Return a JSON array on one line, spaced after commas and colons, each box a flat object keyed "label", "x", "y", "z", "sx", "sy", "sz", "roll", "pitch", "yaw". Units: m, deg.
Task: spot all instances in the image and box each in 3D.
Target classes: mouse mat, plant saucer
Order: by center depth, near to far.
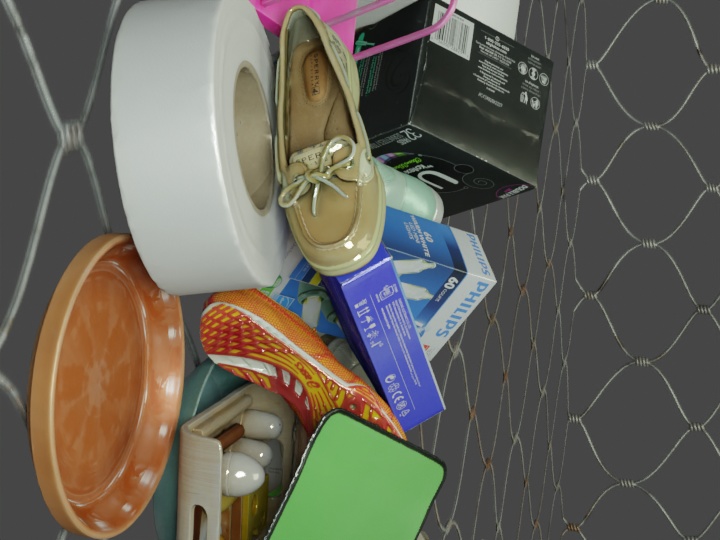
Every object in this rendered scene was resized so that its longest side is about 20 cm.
[{"label": "plant saucer", "x": -0.171, "y": 0.076, "z": 0.982, "sx": 0.200, "sy": 0.032, "sz": 0.203, "roll": 4, "pitch": 90, "yaw": -74}, {"label": "mouse mat", "x": -0.019, "y": 0.211, "z": 1.078, "sx": 0.160, "sy": 0.007, "sz": 0.202, "roll": 32, "pitch": 81, "yaw": -47}, {"label": "plant saucer", "x": -0.120, "y": 0.156, "z": 1.151, "sx": 0.200, "sy": 0.035, "sz": 0.203, "roll": 4, "pitch": 90, "yaw": -77}]

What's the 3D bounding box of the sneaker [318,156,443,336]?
[{"label": "sneaker", "x": -0.036, "y": -0.022, "z": 1.245, "sx": 0.118, "sy": 0.200, "sz": 0.074, "roll": 31, "pitch": 22, "yaw": -50}]

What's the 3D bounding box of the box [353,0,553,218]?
[{"label": "box", "x": 0.048, "y": -0.132, "z": 1.299, "sx": 0.147, "sy": 0.199, "sz": 0.126, "roll": 22, "pitch": 68, "yaw": -30}]

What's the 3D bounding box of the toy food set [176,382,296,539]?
[{"label": "toy food set", "x": -0.085, "y": 0.173, "z": 1.101, "sx": 0.200, "sy": 0.060, "sz": 0.146, "roll": -26, "pitch": 120, "yaw": -74}]

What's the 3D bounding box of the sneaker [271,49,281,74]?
[{"label": "sneaker", "x": -0.057, "y": -0.101, "z": 1.192, "sx": 0.201, "sy": 0.071, "sz": 0.073, "roll": 96, "pitch": -7, "yaw": -64}]

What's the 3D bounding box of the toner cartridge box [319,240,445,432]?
[{"label": "toner cartridge box", "x": 0.007, "y": 0.028, "z": 1.091, "sx": 0.095, "sy": 0.043, "sz": 0.201, "roll": 59, "pitch": -6, "yaw": 38}]

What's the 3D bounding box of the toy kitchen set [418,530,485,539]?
[{"label": "toy kitchen set", "x": 0.074, "y": 0.366, "z": 1.678, "sx": 0.164, "sy": 0.199, "sz": 0.180, "roll": 56, "pitch": 6, "yaw": 19}]

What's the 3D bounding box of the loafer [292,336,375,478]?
[{"label": "loafer", "x": -0.031, "y": 0.147, "z": 1.165, "sx": 0.071, "sy": 0.063, "sz": 0.202, "roll": 29, "pitch": 47, "yaw": -30}]

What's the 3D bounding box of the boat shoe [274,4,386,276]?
[{"label": "boat shoe", "x": -0.030, "y": -0.090, "z": 1.012, "sx": 0.063, "sy": 0.072, "sz": 0.202, "roll": 57, "pitch": 19, "yaw": -56}]

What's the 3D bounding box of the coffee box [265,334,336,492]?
[{"label": "coffee box", "x": -0.023, "y": 0.152, "z": 1.352, "sx": 0.080, "sy": 0.113, "sz": 0.203, "roll": -22, "pitch": 115, "yaw": -72}]

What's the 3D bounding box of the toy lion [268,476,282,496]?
[{"label": "toy lion", "x": -0.033, "y": 0.224, "z": 1.218, "sx": 0.068, "sy": 0.198, "sz": 0.194, "roll": 21, "pitch": 64, "yaw": -46}]

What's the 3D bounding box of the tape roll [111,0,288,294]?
[{"label": "tape roll", "x": -0.105, "y": -0.087, "z": 1.007, "sx": 0.202, "sy": 0.070, "sz": 0.206, "roll": -6, "pitch": 90, "yaw": -79}]

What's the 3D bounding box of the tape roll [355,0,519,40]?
[{"label": "tape roll", "x": 0.042, "y": -0.228, "z": 1.328, "sx": 0.203, "sy": 0.200, "sz": 0.072, "roll": 53, "pitch": 44, "yaw": -65}]

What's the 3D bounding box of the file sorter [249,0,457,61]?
[{"label": "file sorter", "x": -0.030, "y": -0.259, "z": 1.051, "sx": 0.199, "sy": 0.124, "sz": 0.141, "roll": 29, "pitch": 58, "yaw": -43}]

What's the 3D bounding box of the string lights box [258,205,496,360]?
[{"label": "string lights box", "x": 0.000, "y": 0.000, "z": 1.184, "sx": 0.103, "sy": 0.198, "sz": 0.059, "roll": -52, "pitch": -141, "yaw": 30}]

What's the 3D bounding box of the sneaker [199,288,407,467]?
[{"label": "sneaker", "x": -0.034, "y": 0.078, "z": 1.113, "sx": 0.200, "sy": 0.073, "sz": 0.077, "roll": 45, "pitch": 25, "yaw": -12}]
